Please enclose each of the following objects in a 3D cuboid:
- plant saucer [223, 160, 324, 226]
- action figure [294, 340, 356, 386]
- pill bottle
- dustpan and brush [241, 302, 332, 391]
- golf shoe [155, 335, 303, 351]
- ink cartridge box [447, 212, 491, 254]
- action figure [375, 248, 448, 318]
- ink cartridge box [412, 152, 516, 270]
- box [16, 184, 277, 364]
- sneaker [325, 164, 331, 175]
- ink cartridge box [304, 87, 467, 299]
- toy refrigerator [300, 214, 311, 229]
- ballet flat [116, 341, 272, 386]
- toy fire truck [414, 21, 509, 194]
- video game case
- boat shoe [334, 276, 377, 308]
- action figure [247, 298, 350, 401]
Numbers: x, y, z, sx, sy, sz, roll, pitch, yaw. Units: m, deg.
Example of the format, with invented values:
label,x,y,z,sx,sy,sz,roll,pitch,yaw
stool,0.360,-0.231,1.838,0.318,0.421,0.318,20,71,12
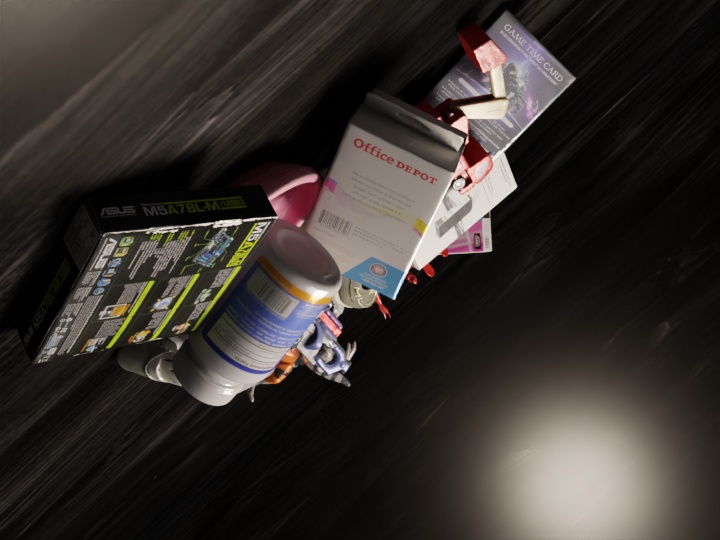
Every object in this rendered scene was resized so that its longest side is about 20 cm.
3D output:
label,x,y,z,sx,sy,sz,roll,pitch,yaw
plant saucer,-0.129,-0.052,1.120,0.200,0.051,0.201,-40,170,-9
action figure,-0.110,0.139,1.651,0.200,0.191,0.106,-64,157,-77
pill bottle,-0.119,0.051,1.098,0.200,0.112,0.112,-50,168,23
dustpan and brush,-0.129,0.088,1.325,0.198,0.058,0.140,-17,135,10
golf shoe,-0.152,0.047,1.200,0.198,0.078,0.095,-5,137,-31
ink cartridge box,0.107,-0.071,1.557,0.198,0.096,0.037,-3,180,33
action figure,0.066,0.013,1.543,0.199,0.099,0.065,-8,-144,53
ink cartridge box,0.103,-0.113,1.465,0.199,0.144,0.084,-39,128,-12
box,-0.202,0.003,0.951,0.192,0.048,0.200,-13,151,-45
sneaker,0.003,-0.113,1.299,0.129,0.080,0.199,-37,169,-23
ink cartridge box,0.031,-0.099,1.141,0.126,0.128,0.201,-65,180,-60
toy refrigerator,-0.073,-0.042,1.316,0.070,0.076,0.200,-45,169,19
ballet flat,-0.201,0.112,1.242,0.198,0.064,0.068,-5,131,-9
toy fire truck,0.138,-0.200,1.277,0.140,0.049,0.200,-36,137,4
video game case,0.167,-0.226,1.328,0.200,0.142,0.019,-46,-153,17
boat shoe,-0.001,0.003,1.320,0.202,0.060,0.073,66,43,-63
action figure,-0.111,0.074,1.409,0.192,0.201,0.105,-30,-149,-1
